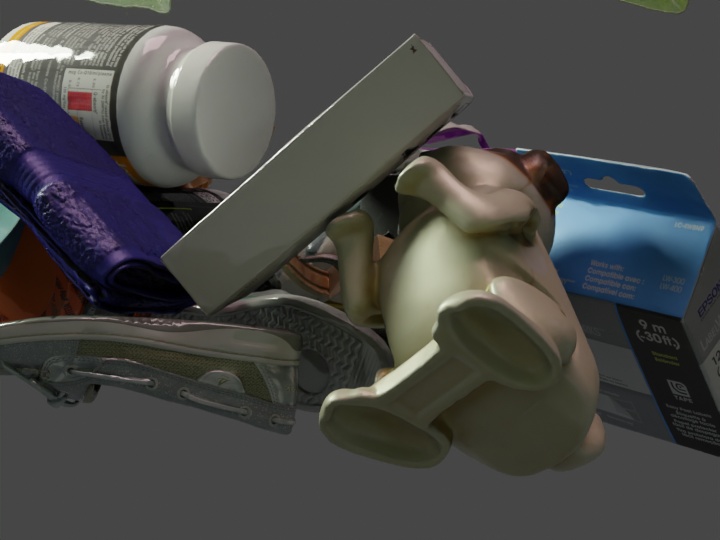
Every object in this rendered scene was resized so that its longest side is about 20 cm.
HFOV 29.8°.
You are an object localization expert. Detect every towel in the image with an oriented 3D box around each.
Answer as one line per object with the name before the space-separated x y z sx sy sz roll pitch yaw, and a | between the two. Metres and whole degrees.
towel | -0.188 -0.049 0.858 0.200 0.050 0.148 45 9 17

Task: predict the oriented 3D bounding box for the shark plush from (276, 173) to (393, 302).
shark plush | -0.042 -0.009 1.138 0.091 0.200 0.083 43 4 -45

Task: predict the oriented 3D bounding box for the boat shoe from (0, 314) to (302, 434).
boat shoe | -0.135 0.059 0.790 0.200 0.065 0.074 3 -2 -9

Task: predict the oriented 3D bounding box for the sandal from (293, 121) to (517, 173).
sandal | 0.048 -0.100 1.044 0.201 0.050 0.082 2 2 -16

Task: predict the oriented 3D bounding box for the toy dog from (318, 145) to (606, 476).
toy dog | 0.075 0.006 0.790 0.193 0.140 0.201 22 42 -21

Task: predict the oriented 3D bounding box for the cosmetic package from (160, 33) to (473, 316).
cosmetic package | -0.023 -0.056 0.814 0.051 0.200 0.083 50 11 3

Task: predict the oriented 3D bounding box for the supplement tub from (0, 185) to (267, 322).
supplement tub | -0.171 -0.002 0.997 0.122 0.123 0.199 11 7 35

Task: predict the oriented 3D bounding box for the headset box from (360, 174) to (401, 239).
headset box | 0.079 0.000 1.089 0.199 0.150 0.077 1 1 -43

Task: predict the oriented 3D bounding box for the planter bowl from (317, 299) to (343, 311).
planter bowl | -0.026 0.010 1.214 0.199 0.084 0.200 7 7 -1

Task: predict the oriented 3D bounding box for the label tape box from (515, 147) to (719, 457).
label tape box | 0.172 0.022 0.868 0.143 0.066 0.200 15 -34 47

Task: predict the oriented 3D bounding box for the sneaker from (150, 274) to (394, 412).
sneaker | -0.037 0.043 0.928 0.199 0.074 0.118 8 12 37

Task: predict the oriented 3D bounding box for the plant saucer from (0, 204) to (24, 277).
plant saucer | -0.302 0.003 0.881 0.199 0.036 0.200 -17 29 10

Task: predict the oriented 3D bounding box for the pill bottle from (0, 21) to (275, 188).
pill bottle | -0.169 -0.121 0.986 0.199 0.117 0.116 8 7 31

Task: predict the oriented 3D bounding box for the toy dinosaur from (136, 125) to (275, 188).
toy dinosaur | -0.161 -0.078 1.114 0.199 0.103 0.135 0 -3 -30

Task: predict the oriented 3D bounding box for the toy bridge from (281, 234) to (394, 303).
toy bridge | 0.000 0.000 0.960 0.199 0.027 0.067 18 -35 -34

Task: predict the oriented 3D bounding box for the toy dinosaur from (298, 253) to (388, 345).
toy dinosaur | 0.037 0.048 0.941 0.199 0.077 0.102 19 -1 -15
